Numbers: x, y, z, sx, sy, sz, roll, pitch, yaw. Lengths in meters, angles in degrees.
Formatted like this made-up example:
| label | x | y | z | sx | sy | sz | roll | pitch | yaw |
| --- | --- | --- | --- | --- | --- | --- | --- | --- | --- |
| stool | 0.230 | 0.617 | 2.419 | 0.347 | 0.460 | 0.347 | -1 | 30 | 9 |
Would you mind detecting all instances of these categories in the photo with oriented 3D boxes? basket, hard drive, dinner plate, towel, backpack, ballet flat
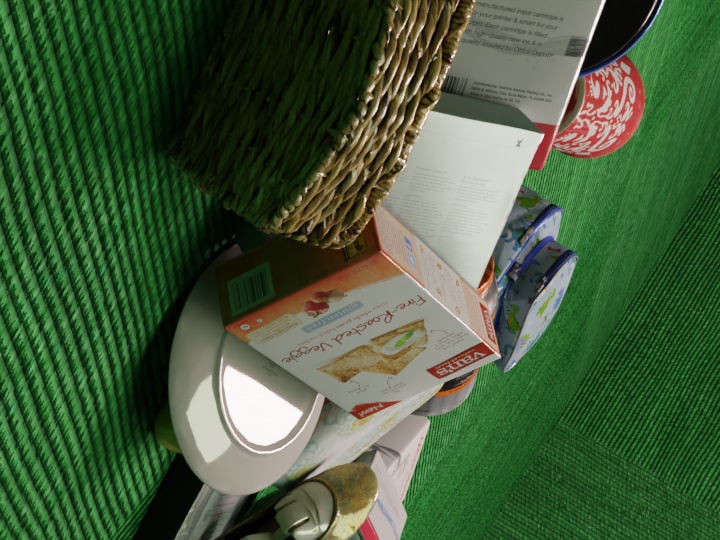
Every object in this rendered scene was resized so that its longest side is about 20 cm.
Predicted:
| label | x | y | z | sx | sy | sz | roll | pitch | yaw |
| --- | --- | --- | --- | --- | --- | --- | --- | --- | --- |
| basket | 0.000 | -0.114 | 0.930 | 0.149 | 0.142 | 0.201 | 16 | 103 | -50 |
| hard drive | -0.141 | 0.208 | 1.297 | 0.201 | 0.038 | 0.140 | -61 | 164 | 3 |
| dinner plate | -0.075 | 0.076 | 1.136 | 0.200 | 0.024 | 0.202 | -9 | 100 | -56 |
| towel | -0.007 | 0.133 | 1.341 | 0.171 | 0.048 | 0.200 | -40 | 168 | 3 |
| backpack | 0.166 | 0.006 | 1.705 | 0.200 | 0.146 | 0.184 | -53 | 165 | -34 |
| ballet flat | -0.073 | 0.231 | 1.268 | 0.199 | 0.071 | 0.071 | -34 | 164 | 5 |

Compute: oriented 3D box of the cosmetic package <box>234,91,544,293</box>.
| label | x | y | z | sx | sy | sz | roll | pitch | yaw |
| --- | --- | --- | --- | --- | --- | --- | --- | --- | --- |
| cosmetic package | 0.022 | -0.064 | 1.109 | 0.199 | 0.052 | 0.152 | 8 | 119 | -28 |

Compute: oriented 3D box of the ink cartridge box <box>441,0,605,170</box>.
| label | x | y | z | sx | sy | sz | roll | pitch | yaw |
| --- | --- | --- | --- | --- | --- | --- | --- | --- | --- |
| ink cartridge box | 0.100 | -0.192 | 1.143 | 0.084 | 0.143 | 0.201 | -100 | -157 | -52 |

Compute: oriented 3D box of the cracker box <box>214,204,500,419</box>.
| label | x | y | z | sx | sy | sz | roll | pitch | yaw |
| --- | --- | --- | --- | --- | --- | --- | --- | --- | --- |
| cracker box | 0.002 | 0.033 | 1.099 | 0.133 | 0.058 | 0.200 | -26 | 145 | 20 |

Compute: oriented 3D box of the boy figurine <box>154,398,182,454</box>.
| label | x | y | z | sx | sy | sz | roll | pitch | yaw |
| --- | --- | --- | --- | --- | --- | --- | --- | --- | --- |
| boy figurine | -0.089 | 0.101 | 1.199 | 0.200 | 0.064 | 0.125 | -38 | 118 | -50 |

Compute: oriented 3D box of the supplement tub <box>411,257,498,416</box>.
| label | x | y | z | sx | sy | sz | roll | pitch | yaw |
| --- | --- | --- | --- | --- | --- | --- | --- | --- | --- |
| supplement tub | 0.078 | 0.052 | 1.551 | 0.123 | 0.122 | 0.201 | -49 | 160 | -36 |

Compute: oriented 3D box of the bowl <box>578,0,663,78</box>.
| label | x | y | z | sx | sy | sz | roll | pitch | yaw |
| --- | --- | --- | --- | --- | --- | --- | --- | --- | --- |
| bowl | 0.158 | -0.243 | 1.192 | 0.039 | 0.199 | 0.202 | -102 | -155 | -53 |

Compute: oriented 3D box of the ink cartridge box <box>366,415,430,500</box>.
| label | x | y | z | sx | sy | sz | roll | pitch | yaw |
| --- | --- | --- | --- | --- | --- | --- | --- | --- | --- |
| ink cartridge box | -0.012 | 0.253 | 1.684 | 0.200 | 0.082 | 0.147 | -43 | 156 | -46 |

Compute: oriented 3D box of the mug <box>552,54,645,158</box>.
| label | x | y | z | sx | sy | sz | roll | pitch | yaw |
| --- | --- | --- | --- | --- | --- | --- | --- | --- | --- |
| mug | 0.209 | -0.208 | 1.580 | 0.133 | 0.179 | 0.200 | -28 | 172 | 24 |

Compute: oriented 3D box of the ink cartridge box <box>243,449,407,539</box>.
| label | x | y | z | sx | sy | sz | roll | pitch | yaw |
| --- | --- | --- | --- | --- | --- | --- | --- | --- | --- |
| ink cartridge box | -0.043 | 0.260 | 1.410 | 0.147 | 0.086 | 0.200 | -24 | -176 | 12 |
